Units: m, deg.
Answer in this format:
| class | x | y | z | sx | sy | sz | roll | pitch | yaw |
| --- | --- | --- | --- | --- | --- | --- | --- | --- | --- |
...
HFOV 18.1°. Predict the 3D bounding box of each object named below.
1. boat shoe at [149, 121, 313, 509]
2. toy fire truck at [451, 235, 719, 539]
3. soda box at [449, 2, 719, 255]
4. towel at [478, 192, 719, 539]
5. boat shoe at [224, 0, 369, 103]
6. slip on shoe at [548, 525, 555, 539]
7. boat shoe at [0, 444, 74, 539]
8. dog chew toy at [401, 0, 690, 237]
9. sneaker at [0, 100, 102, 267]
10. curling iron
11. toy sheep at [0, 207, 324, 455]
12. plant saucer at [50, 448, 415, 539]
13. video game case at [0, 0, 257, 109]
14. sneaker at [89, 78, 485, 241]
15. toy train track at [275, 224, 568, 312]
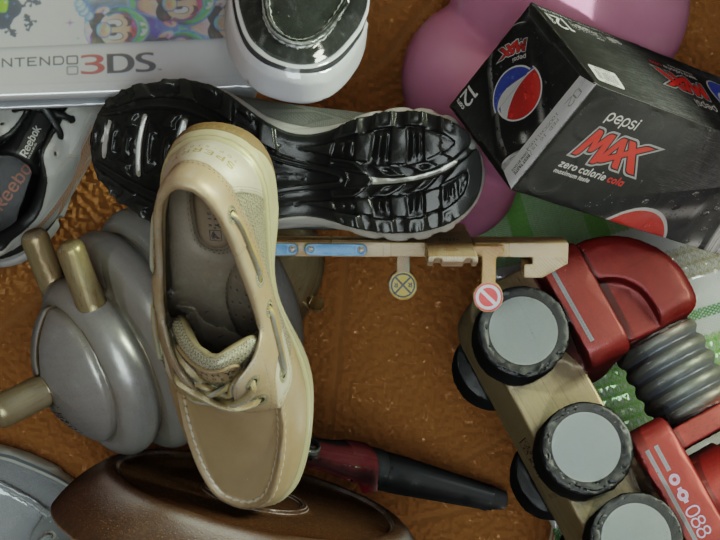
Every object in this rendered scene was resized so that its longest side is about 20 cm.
| class | x | y | z | sx | sy | sz | roll | pitch | yaw |
| --- | --- | --- | --- | --- | --- | --- | --- | --- | --- |
| boat shoe | -0.066 | 0.033 | 1.053 | 0.072 | 0.065 | 0.201 | 4 | 119 | 14 |
| toy fire truck | 0.170 | 0.053 | 1.134 | 0.199 | 0.129 | 0.176 | -26 | 79 | -12 |
| soda box | 0.140 | -0.063 | 1.106 | 0.200 | 0.063 | 0.071 | 14 | 123 | -45 |
| towel | 0.151 | 0.039 | 1.207 | 0.149 | 0.031 | 0.201 | -15 | 80 | -1 |
| boat shoe | -0.019 | -0.170 | 1.109 | 0.073 | 0.200 | 0.068 | 15 | 140 | 2 |
| slip on shoe | 0.137 | 0.151 | 1.234 | 0.074 | 0.061 | 0.201 | 18 | 84 | 8 |
| boat shoe | -0.154 | 0.161 | 1.213 | 0.200 | 0.072 | 0.070 | 34 | 96 | -7 |
| dog chew toy | 0.079 | -0.101 | 1.163 | 0.124 | 0.125 | 0.200 | 33 | 104 | -7 |
| sneaker | -0.153 | -0.088 | 1.173 | 0.074 | 0.080 | 0.201 | 26 | 95 | -4 |
| curling iron | 0.005 | 0.107 | 1.185 | 0.200 | 0.050 | 0.026 | 20 | 101 | -42 |
| toy sheep | -0.104 | 0.026 | 1.163 | 0.199 | 0.138 | 0.138 | -25 | 100 | -20 |
| plant saucer | -0.056 | 0.127 | 1.148 | 0.199 | 0.200 | 0.032 | 12 | 96 | -4 |
| video game case | -0.146 | -0.181 | 1.150 | 0.181 | 0.024 | 0.201 | -2 | 76 | -2 |
| sneaker | -0.036 | -0.049 | 1.111 | 0.199 | 0.079 | 0.074 | 8 | 91 | 10 |
| toy train track | 0.000 | 0.000 | 1.097 | 0.199 | 0.115 | 0.033 | 1 | 98 | 0 |
